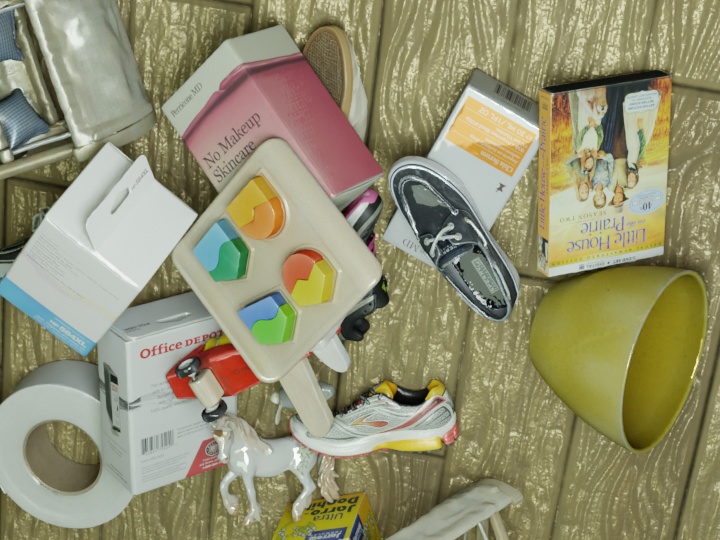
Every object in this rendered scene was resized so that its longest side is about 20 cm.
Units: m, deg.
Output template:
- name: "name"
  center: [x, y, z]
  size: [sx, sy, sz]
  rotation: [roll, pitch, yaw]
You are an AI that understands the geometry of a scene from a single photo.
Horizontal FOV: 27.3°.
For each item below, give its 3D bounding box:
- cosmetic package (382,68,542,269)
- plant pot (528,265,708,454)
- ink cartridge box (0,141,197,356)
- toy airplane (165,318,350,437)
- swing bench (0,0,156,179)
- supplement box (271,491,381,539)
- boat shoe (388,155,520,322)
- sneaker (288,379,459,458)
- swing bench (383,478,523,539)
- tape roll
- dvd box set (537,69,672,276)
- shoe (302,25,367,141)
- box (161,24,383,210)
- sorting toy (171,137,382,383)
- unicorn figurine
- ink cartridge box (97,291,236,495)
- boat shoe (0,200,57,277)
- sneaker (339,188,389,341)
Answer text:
- name: "cosmetic package"
  center: [0.114, -0.102, 1.598]
  size: [0.101, 0.071, 0.201]
  rotation: [28, 116, -1]
- name: "plant pot"
  center: [0.266, 0.078, 1.592]
  size: [0.141, 0.199, 0.202]
  rotation: [19, 118, 32]
- name: "ink cartridge box"
  center: [-0.278, -0.025, 1.579]
  size: [0.125, 0.129, 0.200]
  rotation: [38, 141, -9]
- name: "toy airplane"
  center: [-0.101, 0.076, 1.646]
  size: [0.197, 0.141, 0.202]
  rotation: [17, 114, -5]
- name: "swing bench"
  center: [-0.352, -0.220, 1.612]
  size: [0.198, 0.130, 0.201]
  rotation: [-12, 109, 16]
- name: "supplement box"
  center: [-0.025, 0.391, 1.817]
  size: [0.108, 0.110, 0.202]
  rotation: [-11, 111, 16]
- name: "boat shoe"
  center: [0.096, -0.030, 1.555]
  size: [0.071, 0.068, 0.201]
  rotation: [-30, 104, 22]
- name: "sneaker"
  center: [0.014, 0.167, 1.740]
  size: [0.198, 0.078, 0.083]
  rotation: [-6, 107, 5]
- name: "swing bench"
  center: [0.090, 0.362, 1.716]
  size: [0.129, 0.198, 0.202]
  rotation: [17, 125, 53]
- name: "tape roll"
  center: [-0.358, 0.216, 1.838]
  size: [0.200, 0.071, 0.204]
  rotation: [5, 114, 10]
- name: "dvd box set"
  center: [0.254, -0.101, 1.552]
  size: [0.145, 0.029, 0.202]
  rotation: [-10, 114, -19]
- name: "shoe"
  center: [-0.029, -0.169, 1.618]
  size: [0.069, 0.053, 0.202]
  rotation: [12, 112, 30]
- name: "box"
  center: [-0.093, -0.137, 1.570]
  size: [0.128, 0.109, 0.201]
  rotation: [-39, 84, 36]
- name: "sorting toy"
  center: [-0.094, -0.006, 1.520]
  size: [0.186, 0.036, 0.200]
  rotation: [52, 124, 10]
- name: "unicorn figurine"
  center: [-0.116, 0.232, 1.760]
  size: [0.074, 0.199, 0.139]
  rotation: [17, 108, 49]
- name: "ink cartridge box"
  center: [-0.225, 0.139, 1.730]
  size: [0.083, 0.146, 0.202]
  rotation: [29, 125, 47]
- name: "boat shoe"
  center: [-0.346, -0.046, 1.723]
  size: [0.197, 0.074, 0.069]
  rotation: [-14, 106, 15]
- name: "sneaker"
  center: [0.000, 0.000, 1.668]
  size: [0.087, 0.074, 0.201]
  rotation: [23, 120, 2]
